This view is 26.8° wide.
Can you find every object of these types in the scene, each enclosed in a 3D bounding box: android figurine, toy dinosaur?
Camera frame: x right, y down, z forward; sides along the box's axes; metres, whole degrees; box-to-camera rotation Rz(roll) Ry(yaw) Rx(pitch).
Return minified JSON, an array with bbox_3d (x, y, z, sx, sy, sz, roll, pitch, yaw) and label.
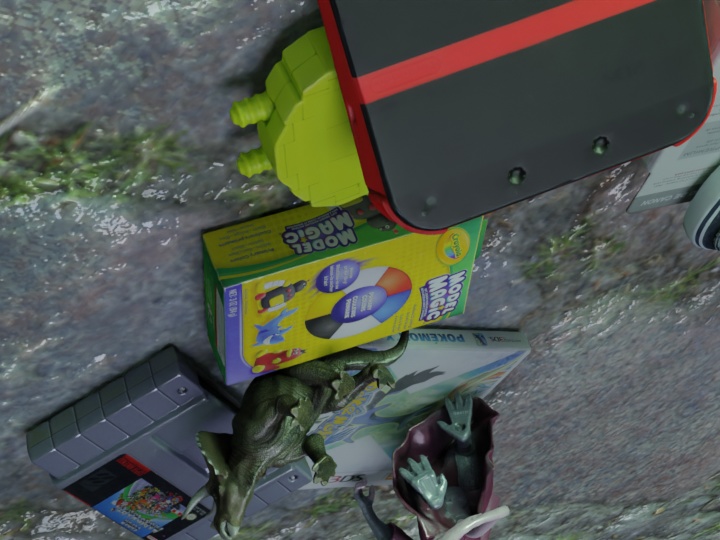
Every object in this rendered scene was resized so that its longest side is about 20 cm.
[{"bbox_3d":[0.024,-0.100,0.836,0.199,0.041,0.183,-21,150,-9],"label":"android figurine"},{"bbox_3d":[-0.043,0.086,1.015,0.200,0.102,0.077,-54,129,-26],"label":"toy dinosaur"}]

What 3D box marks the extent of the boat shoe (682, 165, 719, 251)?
[{"bbox_3d":[0.289,-0.050,0.894,0.200,0.091,0.071,-38,149,26],"label":"boat shoe"}]

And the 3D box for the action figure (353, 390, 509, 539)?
[{"bbox_3d":[0.080,0.197,1.215,0.133,0.149,0.201,-22,137,-17],"label":"action figure"}]

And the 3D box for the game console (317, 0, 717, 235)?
[{"bbox_3d":[0.084,-0.122,0.774,0.199,0.031,0.178,-20,116,-8],"label":"game console"}]

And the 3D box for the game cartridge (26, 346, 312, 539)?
[{"bbox_3d":[-0.133,0.137,1.081,0.129,0.039,0.200,-34,142,7],"label":"game cartridge"}]

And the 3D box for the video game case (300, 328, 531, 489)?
[{"bbox_3d":[0.011,0.112,1.181,0.181,0.022,0.200,3,139,-40],"label":"video game case"}]

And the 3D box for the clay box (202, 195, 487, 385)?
[{"bbox_3d":[0.000,0.000,0.969,0.198,0.048,0.115,-16,147,-14],"label":"clay box"}]

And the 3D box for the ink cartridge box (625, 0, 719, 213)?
[{"bbox_3d":[0.252,-0.131,0.914,0.198,0.084,0.176,-11,149,-23],"label":"ink cartridge box"}]
